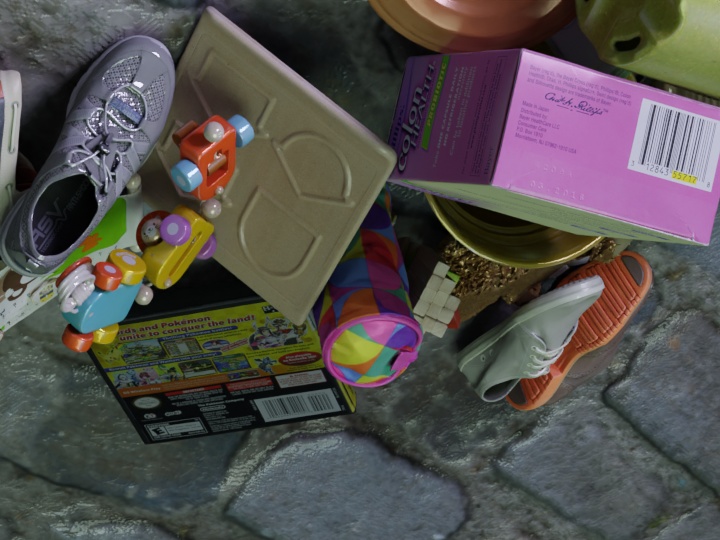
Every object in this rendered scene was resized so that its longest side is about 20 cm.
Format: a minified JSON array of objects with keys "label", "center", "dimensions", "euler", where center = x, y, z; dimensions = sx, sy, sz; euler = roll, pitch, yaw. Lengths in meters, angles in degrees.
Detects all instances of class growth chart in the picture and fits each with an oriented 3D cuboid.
[{"label":"growth chart","center":[-0.247,0.002,1.648],"dimensions":[0.200,0.018,0.145],"euler":[-36,163,-9]}]

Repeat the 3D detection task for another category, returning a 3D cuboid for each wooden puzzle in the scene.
[{"label":"wooden puzzle","center":[-0.074,-0.081,1.604],"dimensions":[0.046,0.185,0.200],"euler":[-40,165,-48]}]

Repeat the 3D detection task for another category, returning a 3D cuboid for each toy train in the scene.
[{"label":"toy train","center":[-0.163,-0.034,1.557],"dimensions":[0.200,0.056,0.151],"euler":[-44,158,-23]}]

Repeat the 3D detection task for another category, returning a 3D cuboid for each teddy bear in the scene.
[{"label":"teddy bear","center":[0.146,-0.025,1.798],"dimensions":[0.199,0.067,0.145],"euler":[-28,156,10]}]

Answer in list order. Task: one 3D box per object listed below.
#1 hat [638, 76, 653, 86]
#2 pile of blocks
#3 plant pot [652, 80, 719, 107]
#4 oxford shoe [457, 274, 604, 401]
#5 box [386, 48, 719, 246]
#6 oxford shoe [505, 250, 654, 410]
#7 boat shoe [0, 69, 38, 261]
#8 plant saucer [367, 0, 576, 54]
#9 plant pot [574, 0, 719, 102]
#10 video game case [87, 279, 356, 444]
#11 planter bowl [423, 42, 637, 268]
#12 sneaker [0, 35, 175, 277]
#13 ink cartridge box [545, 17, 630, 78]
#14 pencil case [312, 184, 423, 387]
[{"label":"hat","center":[0.321,-0.118,1.739],"dimensions":[0.199,0.081,0.201],"euler":[-10,137,-9]},{"label":"pile of blocks","center":[0.038,0.024,1.756],"dimensions":[0.062,0.083,0.200],"euler":[24,165,-23]},{"label":"plant pot","center":[0.335,-0.146,1.638],"dimensions":[0.199,0.093,0.202],"euler":[-3,105,-13]},{"label":"oxford shoe","center":[0.155,0.060,1.846],"dimensions":[0.075,0.058,0.200],"euler":[-14,162,-36]},{"label":"box","center":[0.137,-0.088,1.507],"dimensions":[0.175,0.200,0.097],"euler":[14,88,-21]},{"label":"oxford shoe","center":[0.206,0.050,1.902],"dimensions":[0.073,0.072,0.200],"euler":[-3,146,-42]},{"label":"boat shoe","center":[-0.274,-0.068,1.595],"dimensions":[0.062,0.071,0.201],"euler":[-13,134,-10]},{"label":"plant saucer","center":[0.087,-0.245,1.483],"dimensions":[0.199,0.037,0.202],"euler":[-2,109,-5]},{"label":"plant pot","center":[0.257,-0.195,1.458],"dimensions":[0.183,0.201,0.201],"euler":[5,134,-31]},{"label":"video game case","center":[-0.122,0.078,1.802],"dimensions":[0.199,0.026,0.181],"euler":[-9,140,13]},{"label":"planter bowl","center":[0.117,-0.105,1.650],"dimensions":[0.199,0.083,0.202],"euler":[-2,95,-22]},{"label":"sneaker","center":[-0.191,-0.079,1.548],"dimensions":[0.074,0.082,0.201],"euler":[29,87,-19]},{"label":"ink cartridge box","center":[0.173,-0.240,1.541],"dimensions":[0.145,0.048,0.200],"euler":[-41,131,2]},{"label":"pencil case","center":[0.000,0.000,1.672],"dimensions":[0.088,0.201,0.089],"euler":[-4,133,-4]}]
